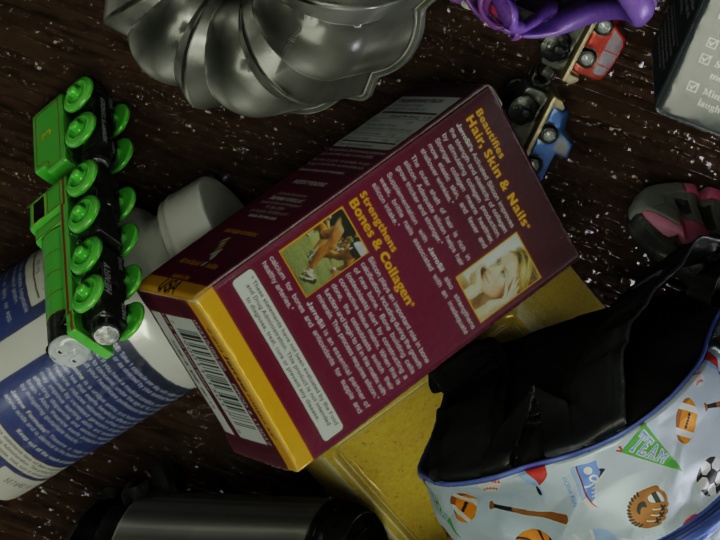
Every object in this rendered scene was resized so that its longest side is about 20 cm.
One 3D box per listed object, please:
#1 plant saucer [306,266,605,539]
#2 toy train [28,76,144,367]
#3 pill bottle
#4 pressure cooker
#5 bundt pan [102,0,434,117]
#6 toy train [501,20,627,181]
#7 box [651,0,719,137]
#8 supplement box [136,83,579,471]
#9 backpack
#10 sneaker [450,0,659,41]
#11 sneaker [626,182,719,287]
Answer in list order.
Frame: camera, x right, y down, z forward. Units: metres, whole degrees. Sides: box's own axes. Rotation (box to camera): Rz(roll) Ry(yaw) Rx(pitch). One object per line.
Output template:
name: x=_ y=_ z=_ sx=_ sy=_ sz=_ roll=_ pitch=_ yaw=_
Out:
plant saucer: x=0.075 y=0.103 z=1.552 sx=0.200 sy=0.048 sz=0.200 roll=-37 pitch=104 yaw=17
toy train: x=-0.148 y=-0.026 z=1.443 sx=0.056 sy=0.200 sz=0.042 roll=-36 pitch=127 yaw=24
pill bottle: x=-0.145 y=0.034 z=1.507 sx=0.200 sy=0.111 sz=0.111 roll=-32 pitch=106 yaw=15
pressure cooker: x=-0.090 y=0.207 z=1.533 sx=0.199 sy=0.176 sz=0.179 roll=0 pitch=114 yaw=15
bundt pan: x=-0.061 y=-0.167 z=1.398 sx=0.201 sy=0.076 sz=0.202 roll=12 pitch=115 yaw=27
toy train: x=0.120 y=-0.127 z=1.467 sx=0.046 sy=0.034 sz=0.200 roll=21 pitch=111 yaw=-16
box: x=0.255 y=-0.157 z=1.404 sx=0.148 sy=0.107 sz=0.200 roll=22 pitch=112 yaw=-4
supplement box: x=0.000 y=0.000 z=1.428 sx=0.200 sy=0.086 sz=0.111 roll=-36 pitch=109 yaw=-19
backpack: x=0.119 y=0.096 z=1.401 sx=0.200 sy=0.190 sz=0.154 roll=-24 pitch=97 yaw=25
sneaker: x=0.065 y=-0.159 z=1.402 sx=0.200 sy=0.084 sz=0.081 roll=3 pitch=145 yaw=28
sneaker: x=0.219 y=0.032 z=1.506 sx=0.200 sy=0.079 sz=0.095 roll=35 pitch=121 yaw=-8
